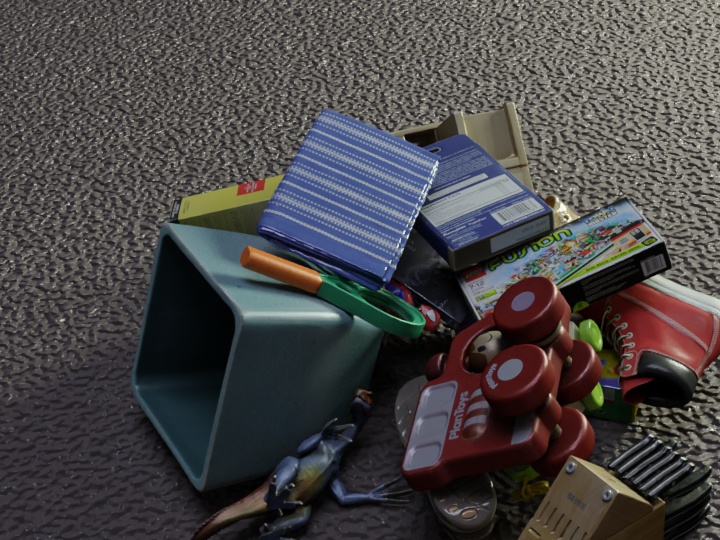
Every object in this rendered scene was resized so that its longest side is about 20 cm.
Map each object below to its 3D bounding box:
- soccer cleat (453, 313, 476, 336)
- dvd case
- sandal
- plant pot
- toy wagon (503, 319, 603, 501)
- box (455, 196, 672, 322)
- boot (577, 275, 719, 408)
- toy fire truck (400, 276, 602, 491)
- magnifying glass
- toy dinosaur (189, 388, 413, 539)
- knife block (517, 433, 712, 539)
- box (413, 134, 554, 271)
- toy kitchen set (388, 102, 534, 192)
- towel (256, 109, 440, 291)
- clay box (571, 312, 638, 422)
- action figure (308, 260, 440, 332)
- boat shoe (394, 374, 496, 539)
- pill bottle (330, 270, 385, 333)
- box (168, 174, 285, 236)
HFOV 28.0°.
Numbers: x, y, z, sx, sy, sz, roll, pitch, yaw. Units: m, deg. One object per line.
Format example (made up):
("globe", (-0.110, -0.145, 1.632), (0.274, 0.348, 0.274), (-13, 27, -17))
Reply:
("soccer cleat", (0.106, 0.014, 1.594), (0.075, 0.067, 0.202), (14, 46, -17))
("dvd case", (0.095, -0.034, 1.581), (0.148, 0.016, 0.200), (34, 45, 13))
("sandal", (0.198, -0.046, 1.552), (0.209, 0.071, 0.077), (-2, 4, -20))
("plant pot", (-0.093, 0.082, 1.456), (0.198, 0.198, 0.196), (0, 27, -33))
("toy wagon", (0.162, 0.129, 1.412), (0.154, 0.040, 0.202), (-22, 41, 29))
("box", (0.202, 0.001, 1.460), (0.198, 0.035, 0.110), (-25, 29, 0))
("boot", (0.258, 0.064, 1.452), (0.198, 0.073, 0.144), (20, 48, 29))
("toy fire truck", (0.124, 0.105, 1.332), (0.166, 0.113, 0.202), (-15, 39, 29))
("magnifying glass", (-0.025, 0.020, 1.396), (0.198, 0.023, 0.080), (23, 16, -24))
("toy dinosaur", (-0.053, 0.180, 1.385), (0.197, 0.106, 0.182), (-2, 25, 15))
("knife block", (0.230, 0.241, 1.301), (0.064, 0.175, 0.202), (36, 96, 46))
("box", (0.107, -0.078, 1.547), (0.120, 0.033, 0.200), (-22, 37, -14))
("toy kitchen set", (0.101, -0.087, 1.768), (0.161, 0.183, 0.200), (-12, -5, -14))
("towel", (-0.009, -0.075, 1.473), (0.143, 0.024, 0.201), (23, 48, 3))
("clay box", (0.254, 0.073, 1.535), (0.113, 0.048, 0.201), (8, 38, 17))
("action figure", (0.000, 0.000, 1.486), (0.199, 0.052, 0.065), (38, 4, -4))
("boat shoe", (0.078, 0.185, 1.379), (0.073, 0.074, 0.201), (-11, 41, -3))
("pill bottle", (-0.070, 0.020, 1.602), (0.197, 0.114, 0.113), (0, 35, 10))
("box", (-0.100, -0.057, 1.546), (0.197, 0.076, 0.050), (-13, 33, 10))
